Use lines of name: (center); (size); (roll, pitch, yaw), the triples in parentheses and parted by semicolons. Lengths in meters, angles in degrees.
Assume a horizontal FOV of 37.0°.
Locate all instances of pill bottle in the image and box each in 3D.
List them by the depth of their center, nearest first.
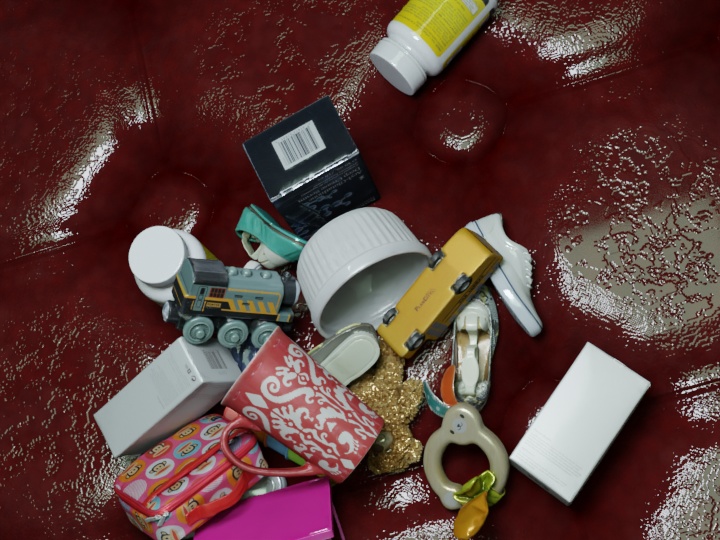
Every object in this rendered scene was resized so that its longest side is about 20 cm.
pill bottle: (-0.273, 0.004, 1.618); (0.111, 0.200, 0.114); (-3, 73, 10)
pill bottle: (0.114, -0.383, 1.702); (0.114, 0.114, 0.200); (40, 84, 18)

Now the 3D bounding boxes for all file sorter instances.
file sorter: (-0.119, 0.399, 1.496); (0.198, 0.139, 0.127); (-16, 109, 2)

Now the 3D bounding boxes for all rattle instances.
rattle: (0.123, 0.248, 1.485); (0.129, 0.142, 0.203); (-5, 101, 38)

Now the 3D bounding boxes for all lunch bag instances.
lunch bag: (-0.234, 0.298, 1.526); (0.199, 0.083, 0.175); (-35, 29, -29)

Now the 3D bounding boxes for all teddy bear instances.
teddy bear: (0.028, 0.194, 1.579); (0.143, 0.067, 0.203); (3, 74, 14)

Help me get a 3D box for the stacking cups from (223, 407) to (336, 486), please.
stacking cups: (-0.112, 0.251, 1.600); (0.198, 0.061, 0.061); (24, 80, 21)

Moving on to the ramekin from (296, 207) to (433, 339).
ramekin: (0.000, 0.000, 1.576); (0.199, 0.200, 0.106); (-33, 62, 0)

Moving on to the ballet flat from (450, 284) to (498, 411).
ballet flat: (0.166, 0.107, 1.577); (0.071, 0.072, 0.203); (1, 74, 11)

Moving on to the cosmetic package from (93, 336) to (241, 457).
cosmetic package: (-0.282, 0.187, 1.584); (0.199, 0.113, 0.082); (-38, 70, 19)

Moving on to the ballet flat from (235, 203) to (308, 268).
ballet flat: (-0.136, -0.041, 1.644); (0.071, 0.067, 0.200); (-61, 34, 3)

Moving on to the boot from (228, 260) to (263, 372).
boot: (-0.163, 0.092, 1.646); (0.089, 0.073, 0.202); (18, 87, 14)

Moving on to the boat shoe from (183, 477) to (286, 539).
boat shoe: (-0.204, 0.346, 1.579); (0.198, 0.065, 0.074); (-26, 71, 3)

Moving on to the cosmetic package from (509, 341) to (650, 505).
cosmetic package: (0.307, 0.216, 1.511); (0.107, 0.085, 0.201); (35, 82, 17)

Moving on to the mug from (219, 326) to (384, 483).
mug: (-0.088, 0.207, 1.496); (0.199, 0.134, 0.178); (37, 109, -1)

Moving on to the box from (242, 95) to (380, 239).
box: (-0.070, -0.149, 1.624); (0.147, 0.200, 0.108); (-29, 72, 2)

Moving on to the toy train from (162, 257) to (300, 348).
toy train: (-0.181, 0.046, 1.539); (0.198, 0.115, 0.085); (7, 31, -26)

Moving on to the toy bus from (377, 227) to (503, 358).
toy bus: (0.114, 0.035, 1.561); (0.065, 0.078, 0.201); (44, 103, 25)

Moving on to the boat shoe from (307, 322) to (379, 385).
boat shoe: (-0.055, 0.148, 1.576); (0.201, 0.060, 0.072); (-36, 110, 15)

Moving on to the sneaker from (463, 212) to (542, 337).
sneaker: (0.225, 0.000, 1.593); (0.070, 0.073, 0.201); (-29, 71, 5)
